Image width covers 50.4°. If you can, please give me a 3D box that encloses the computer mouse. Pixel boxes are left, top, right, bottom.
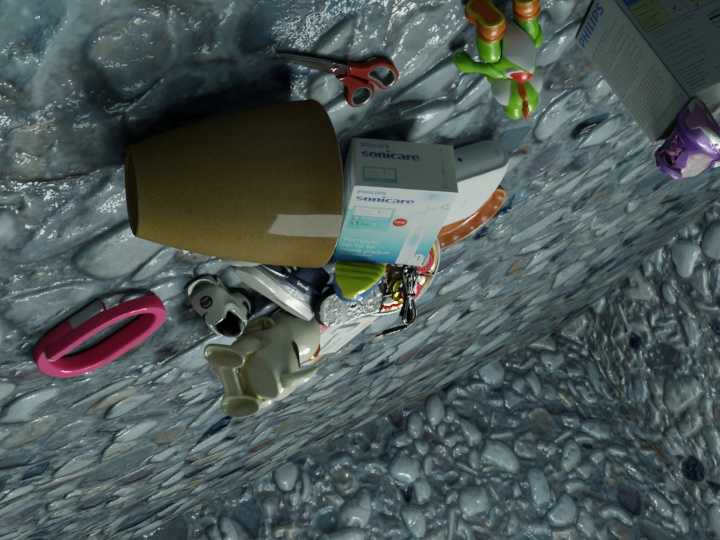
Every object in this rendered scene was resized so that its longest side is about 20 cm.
[{"bbox_3d":[0.009,0.064,1.334,0.199,0.046,0.141,-19,126,-19],"label":"computer mouse"}]

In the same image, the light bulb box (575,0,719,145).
[{"bbox_3d":[0.444,-0.317,1.053,0.197,0.201,0.125,-25,163,-13],"label":"light bulb box"}]

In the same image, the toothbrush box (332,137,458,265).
[{"bbox_3d":[0.043,-0.094,1.102,0.145,0.086,0.200,3,149,-11],"label":"toothbrush box"}]

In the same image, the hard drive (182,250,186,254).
[{"bbox_3d":[-0.149,-0.097,0.983,0.199,0.025,0.132,-26,161,-14],"label":"hard drive"}]

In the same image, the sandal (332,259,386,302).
[{"bbox_3d":[0.000,0.000,1.222,0.200,0.079,0.087,-66,172,-59],"label":"sandal"}]

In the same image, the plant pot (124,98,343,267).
[{"bbox_3d":[-0.143,-0.089,0.816,0.199,0.187,0.187,-5,152,-25],"label":"plant pot"}]

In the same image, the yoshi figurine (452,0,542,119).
[{"bbox_3d":[0.183,-0.278,0.966,0.112,0.112,0.200,-66,155,-20],"label":"yoshi figurine"}]

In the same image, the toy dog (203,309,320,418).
[{"bbox_3d":[-0.144,0.133,1.316,0.193,0.140,0.200,-14,-162,29],"label":"toy dog"}]

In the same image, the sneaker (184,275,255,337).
[{"bbox_3d":[-0.213,0.075,1.233,0.074,0.089,0.200,-34,163,6],"label":"sneaker"}]

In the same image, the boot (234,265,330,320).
[{"bbox_3d":[-0.123,0.004,1.242,0.091,0.072,0.200,-64,147,-12],"label":"boot"}]

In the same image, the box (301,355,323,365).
[{"bbox_3d":[-0.127,0.167,1.675,0.119,0.042,0.200,-39,162,24],"label":"box"}]

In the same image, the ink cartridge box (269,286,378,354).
[{"bbox_3d":[-0.080,0.102,1.511,0.146,0.085,0.200,-41,161,29],"label":"ink cartridge box"}]

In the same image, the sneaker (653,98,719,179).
[{"bbox_3d":[0.433,-0.162,1.011,0.088,0.081,0.200,-28,166,22],"label":"sneaker"}]

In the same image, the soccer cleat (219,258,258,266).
[{"bbox_3d":[-0.120,-0.047,1.115,0.077,0.070,0.200,-7,-173,38],"label":"soccer cleat"}]

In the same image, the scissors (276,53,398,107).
[{"bbox_3d":[-0.019,-0.232,0.863,0.073,0.014,0.200,-35,160,19],"label":"scissors"}]

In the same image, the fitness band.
[{"bbox_3d":[-0.376,0.096,1.113,0.199,0.038,0.144,-32,162,7],"label":"fitness band"}]

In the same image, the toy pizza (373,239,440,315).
[{"bbox_3d":[0.056,-0.003,1.356,0.199,0.032,0.201,-12,123,-19],"label":"toy pizza"}]

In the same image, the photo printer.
[{"bbox_3d":[0.147,-0.135,1.270,0.199,0.070,0.167,-20,159,-29],"label":"photo printer"}]

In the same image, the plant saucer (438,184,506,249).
[{"bbox_3d":[0.188,-0.104,1.473,0.199,0.032,0.200,-28,162,-10],"label":"plant saucer"}]
